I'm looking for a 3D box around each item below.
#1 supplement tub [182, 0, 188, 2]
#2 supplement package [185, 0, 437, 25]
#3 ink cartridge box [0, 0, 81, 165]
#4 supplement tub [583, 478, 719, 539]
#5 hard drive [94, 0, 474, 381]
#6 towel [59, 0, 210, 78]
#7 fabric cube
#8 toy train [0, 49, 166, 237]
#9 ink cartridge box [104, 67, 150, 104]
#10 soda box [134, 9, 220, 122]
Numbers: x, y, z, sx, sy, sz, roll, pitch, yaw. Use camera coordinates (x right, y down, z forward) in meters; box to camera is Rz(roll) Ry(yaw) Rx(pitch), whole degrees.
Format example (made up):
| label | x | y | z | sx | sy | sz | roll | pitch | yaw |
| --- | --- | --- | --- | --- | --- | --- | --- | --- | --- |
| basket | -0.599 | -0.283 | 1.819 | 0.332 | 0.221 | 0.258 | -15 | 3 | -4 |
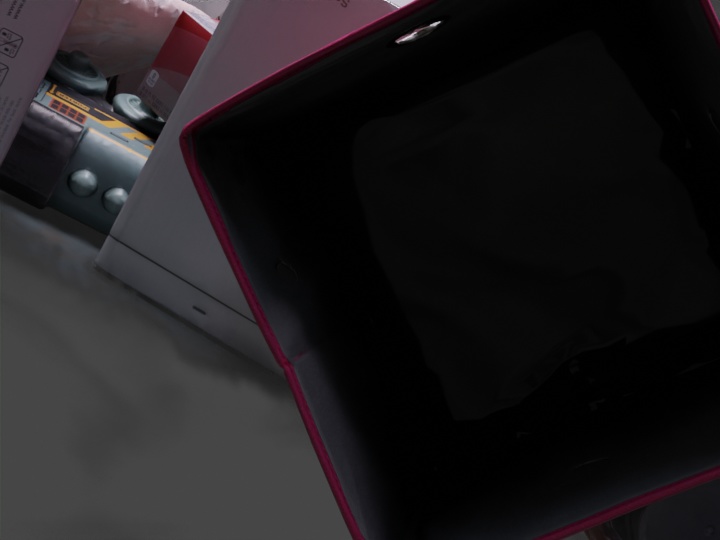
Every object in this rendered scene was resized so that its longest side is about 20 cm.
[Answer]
| label | x | y | z | sx | sy | sz | roll | pitch | yaw |
| --- | --- | --- | --- | --- | --- | --- | --- | --- | --- |
| supplement tub | -0.153 | -0.248 | 1.010 | 0.144 | 0.145 | 0.200 | 21 | 13 | -44 |
| supplement package | -0.017 | -0.149 | 0.919 | 0.199 | 0.117 | 0.118 | 7 | 65 | -38 |
| ink cartridge box | -0.238 | -0.158 | 0.602 | 0.200 | 0.197 | 0.043 | 26 | 8 | -27 |
| supplement tub | 0.161 | 0.105 | 0.700 | 0.107 | 0.107 | 0.200 | 28 | 8 | -11 |
| hard drive | -0.040 | -0.058 | 0.661 | 0.132 | 0.200 | 0.027 | 30 | 8 | 7 |
| towel | -0.215 | -0.148 | 0.797 | 0.200 | 0.190 | 0.032 | 6 | 69 | -72 |
| fabric cube | 0.071 | -0.011 | 0.532 | 0.201 | 0.196 | 0.199 | 66 | 11 | -1 |
| toy train | -0.149 | -0.062 | 0.761 | 0.200 | 0.085 | 0.114 | 29 | 20 | -15 |
| ink cartridge box | -0.191 | -0.143 | 1.053 | 0.199 | 0.084 | 0.145 | 28 | 9 | -4 |
| soda box | -0.038 | -0.072 | 0.733 | 0.200 | 0.064 | 0.070 | 41 | 18 | 22 |
